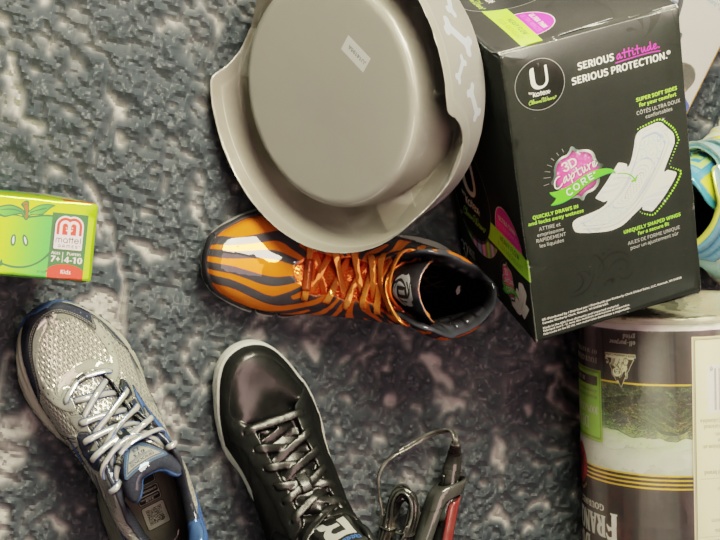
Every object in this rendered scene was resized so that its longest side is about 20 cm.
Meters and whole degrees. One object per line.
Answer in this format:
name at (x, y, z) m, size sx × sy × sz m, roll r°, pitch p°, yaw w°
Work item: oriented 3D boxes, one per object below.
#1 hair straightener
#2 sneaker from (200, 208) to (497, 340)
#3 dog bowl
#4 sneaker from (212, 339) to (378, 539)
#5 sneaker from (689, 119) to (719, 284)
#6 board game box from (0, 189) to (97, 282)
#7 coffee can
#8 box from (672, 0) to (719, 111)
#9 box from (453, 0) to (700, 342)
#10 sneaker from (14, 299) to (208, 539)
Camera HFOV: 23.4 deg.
hair straightener at (0.030, 0.206, 1.212) m, size 0.076 × 0.041 × 0.202 m, roll 11°, pitch 96°, yaw -25°
sneaker at (0.000, 0.000, 1.139) m, size 0.198 × 0.112 × 0.079 m, roll 3°, pitch 94°, yaw -21°
dog bowl at (-0.006, -0.115, 1.090) m, size 0.058 × 0.199 × 0.203 m, roll -19°, pitch 104°, yaw -47°
sneaker at (-0.031, 0.144, 1.141) m, size 0.072 × 0.112 × 0.202 m, roll -22°, pitch 104°, yaw -22°
sneaker at (0.276, -0.093, 1.259) m, size 0.130 × 0.079 × 0.202 m, roll 17°, pitch 87°, yaw -48°
board game box at (-0.265, -0.028, 1.022) m, size 0.198 × 0.101 × 0.048 m, roll 5°, pitch 93°, yaw -25°
coffee can at (0.228, 0.123, 1.240) m, size 0.145 × 0.146 × 0.203 m, roll -5°, pitch 97°, yaw -24°
box at (0.206, -0.184, 1.260) m, size 0.118 × 0.041 × 0.202 m, roll 30°, pitch 85°, yaw -24°
box at (0.132, -0.085, 1.142) m, size 0.123 × 0.149 × 0.202 m, roll -15°, pitch 117°, yaw -12°
sneaker at (-0.147, 0.107, 1.099) m, size 0.077 × 0.085 × 0.201 m, roll -34°, pitch 107°, yaw -18°
